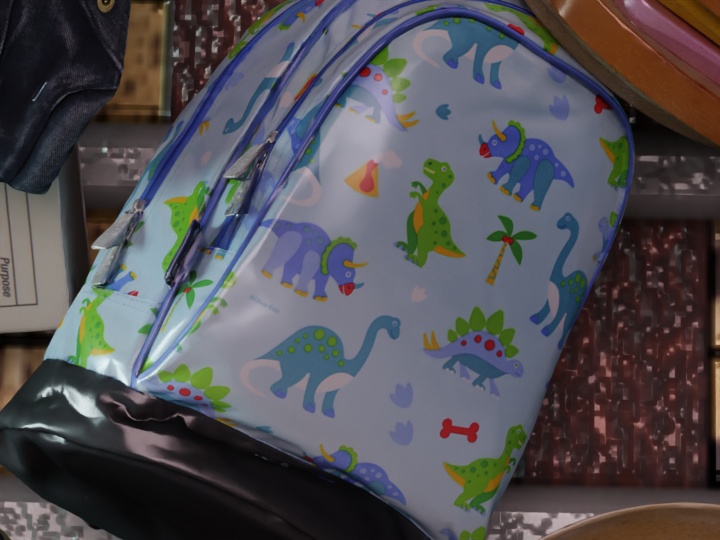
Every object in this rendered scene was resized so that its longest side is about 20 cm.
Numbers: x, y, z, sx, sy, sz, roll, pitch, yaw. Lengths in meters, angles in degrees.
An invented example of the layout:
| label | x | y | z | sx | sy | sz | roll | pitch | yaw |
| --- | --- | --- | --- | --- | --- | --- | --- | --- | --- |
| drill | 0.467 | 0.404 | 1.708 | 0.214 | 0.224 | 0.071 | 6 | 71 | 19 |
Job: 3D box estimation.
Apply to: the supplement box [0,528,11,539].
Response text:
| label | x | y | z | sx | sy | sz | roll | pitch | yaw |
| --- | --- | --- | --- | --- | --- | --- | --- | --- | --- |
| supplement box | -0.134 | 0.192 | 0.857 | 0.200 | 0.134 | 0.200 | -43 | 107 | -8 |

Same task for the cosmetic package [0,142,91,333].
| label | x | y | z | sx | sy | sz | roll | pitch | yaw |
| --- | --- | --- | --- | --- | --- | --- | --- | --- | --- |
| cosmetic package | -0.194 | -0.030 | 0.967 | 0.200 | 0.073 | 0.104 | -3 | 102 | 0 |

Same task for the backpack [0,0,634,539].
| label | x | y | z | sx | sy | sz | roll | pitch | yaw |
| --- | --- | --- | --- | --- | --- | --- | --- | --- | --- |
| backpack | 0.000 | 0.000 | 0.939 | 0.163 | 0.154 | 0.200 | 32 | 62 | -17 |

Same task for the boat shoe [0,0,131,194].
| label | x | y | z | sx | sy | sz | roll | pitch | yaw |
| --- | --- | --- | --- | --- | --- | --- | --- | --- | --- |
| boat shoe | -0.101 | -0.114 | 0.861 | 0.091 | 0.200 | 0.071 | 14 | 34 | -19 |

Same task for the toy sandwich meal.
| label | x | y | z | sx | sy | sz | roll | pitch | yaw |
| --- | --- | --- | --- | --- | --- | --- | --- | --- | --- |
| toy sandwich meal | 0.115 | -0.118 | 0.942 | 0.205 | 0.070 | 0.205 | 25 | 43 | -25 |

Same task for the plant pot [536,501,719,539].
| label | x | y | z | sx | sy | sz | roll | pitch | yaw |
| --- | --- | --- | --- | --- | --- | --- | --- | --- | --- |
| plant pot | 0.101 | 0.174 | 0.931 | 0.200 | 0.027 | 0.200 | 1 | 86 | -7 |
